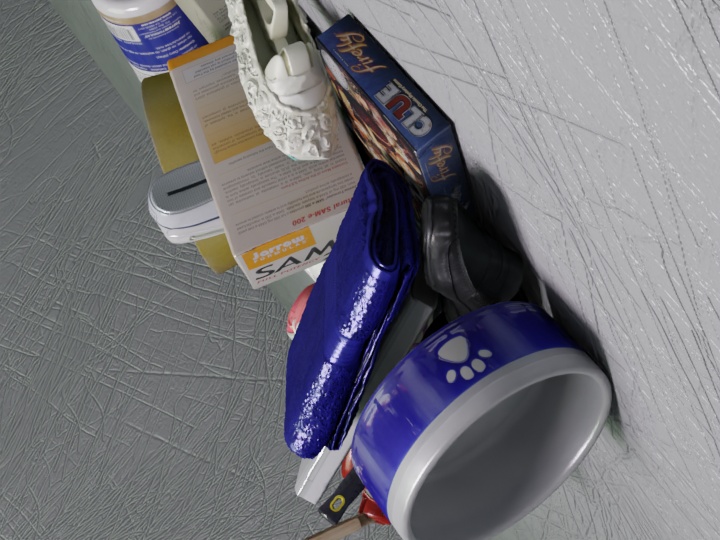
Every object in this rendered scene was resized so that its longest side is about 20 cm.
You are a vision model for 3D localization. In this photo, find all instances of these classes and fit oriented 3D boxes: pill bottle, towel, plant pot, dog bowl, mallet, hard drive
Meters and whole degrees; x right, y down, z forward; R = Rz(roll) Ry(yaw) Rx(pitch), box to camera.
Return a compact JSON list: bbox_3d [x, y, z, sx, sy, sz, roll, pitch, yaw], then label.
[{"bbox_3d":[-0.197,-0.251,1.778,0.116,0.115,0.201,48,171,38],"label":"pill bottle"},{"bbox_3d":[-0.006,0.033,1.305,0.049,0.201,0.148,17,-146,-11],"label":"towel"},{"bbox_3d":[-0.106,-0.115,1.620,0.200,0.141,0.202,-20,-90,-85],"label":"plant pot"},{"bbox_3d":[0.093,0.123,1.305,0.079,0.199,0.201,49,172,32],"label":"dog bowl"},{"bbox_3d":[0.028,0.116,1.373,0.066,0.200,0.041,46,170,8],"label":"mallet"},{"bbox_3d":[0.008,0.081,1.393,0.026,0.201,0.132,27,-158,-6],"label":"hard drive"}]

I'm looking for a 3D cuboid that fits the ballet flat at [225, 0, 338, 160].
[{"bbox_3d":[-0.067,-0.183,1.331,0.072,0.071,0.202,101,148,-80],"label":"ballet flat"}]

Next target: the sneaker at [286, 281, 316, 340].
[{"bbox_3d":[-0.031,0.058,1.635,0.074,0.086,0.200,60,-167,-15],"label":"sneaker"}]

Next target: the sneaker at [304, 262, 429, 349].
[{"bbox_3d":[0.000,0.000,1.541,0.200,0.075,0.100,46,178,19],"label":"sneaker"}]

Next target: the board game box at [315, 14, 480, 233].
[{"bbox_3d":[0.035,-0.094,1.326,0.136,0.034,0.200,50,172,29],"label":"board game box"}]

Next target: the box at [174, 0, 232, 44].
[{"bbox_3d":[-0.141,-0.269,1.515,0.200,0.068,0.082,52,172,20],"label":"box"}]

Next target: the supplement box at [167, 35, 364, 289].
[{"bbox_3d":[-0.071,-0.103,1.416,0.074,0.125,0.201,67,-178,-65],"label":"supplement box"}]

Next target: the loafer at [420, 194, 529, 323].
[{"bbox_3d":[0.089,-0.004,1.287,0.201,0.070,0.069,59,-149,-63],"label":"loafer"}]

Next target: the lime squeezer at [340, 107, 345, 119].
[{"bbox_3d":[-0.051,-0.131,1.519,0.200,0.071,0.038,39,-162,-15],"label":"lime squeezer"}]

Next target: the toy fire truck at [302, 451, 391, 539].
[{"bbox_3d":[0.006,0.187,1.541,0.127,0.202,0.176,18,167,8],"label":"toy fire truck"}]

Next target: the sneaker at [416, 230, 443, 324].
[{"bbox_3d":[0.085,0.022,1.444,0.200,0.075,0.085,49,164,3],"label":"sneaker"}]

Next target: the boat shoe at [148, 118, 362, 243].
[{"bbox_3d":[-0.090,-0.080,1.492,0.067,0.198,0.074,81,173,-60],"label":"boat shoe"}]
